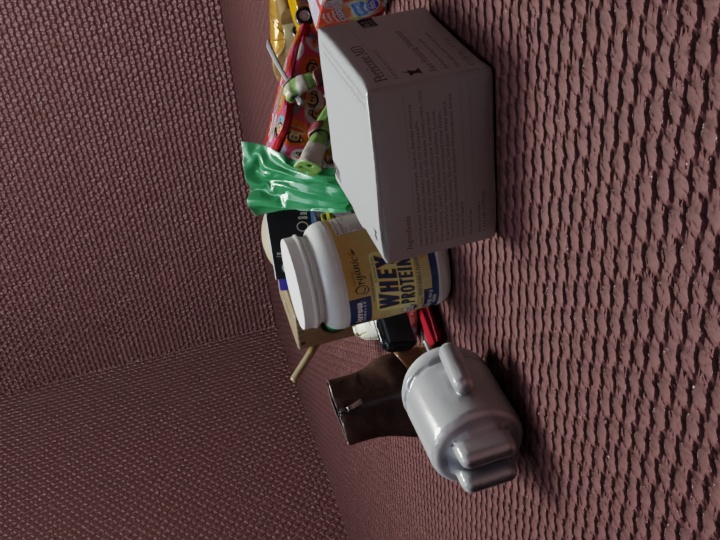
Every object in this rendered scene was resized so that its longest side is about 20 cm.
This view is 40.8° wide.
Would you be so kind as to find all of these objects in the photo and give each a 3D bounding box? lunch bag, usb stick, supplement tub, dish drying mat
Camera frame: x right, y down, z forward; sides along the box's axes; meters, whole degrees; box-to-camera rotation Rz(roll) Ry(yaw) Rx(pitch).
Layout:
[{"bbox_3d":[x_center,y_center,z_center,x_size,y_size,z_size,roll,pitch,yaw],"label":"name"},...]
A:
[{"bbox_3d":[-0.088,-0.251,1.459,0.176,0.082,0.201,130,152,-66],"label":"lunch bag"},{"bbox_3d":[0.030,0.025,1.379,0.033,0.055,0.201,-54,45,49],"label":"usb stick"},{"bbox_3d":[0.005,-0.005,1.272,0.144,0.199,0.145,166,90,-80],"label":"supplement tub"},{"bbox_3d":[0.082,0.012,1.398,0.077,0.018,0.201,103,151,-75],"label":"dish drying mat"}]

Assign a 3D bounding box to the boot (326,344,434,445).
[{"bbox_3d":[0.059,0.213,1.341,0.072,0.166,0.201,106,141,-70],"label":"boot"}]

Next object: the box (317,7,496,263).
[{"bbox_3d":[0.048,-0.150,1.043,0.199,0.130,0.201,-119,18,-54],"label":"box"}]

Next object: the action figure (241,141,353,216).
[{"bbox_3d":[-0.071,-0.122,1.359,0.055,0.199,0.119,-49,-41,-44],"label":"action figure"}]

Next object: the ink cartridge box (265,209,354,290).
[{"bbox_3d":[-0.042,-0.040,1.499,0.043,0.197,0.201,-94,-2,-51],"label":"ink cartridge box"}]

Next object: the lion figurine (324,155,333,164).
[{"bbox_3d":[0.007,-0.166,1.413,0.073,0.122,0.200,-54,23,34],"label":"lion figurine"}]

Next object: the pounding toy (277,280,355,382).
[{"bbox_3d":[-0.074,0.078,1.866,0.143,0.183,0.200,87,165,-47],"label":"pounding toy"}]

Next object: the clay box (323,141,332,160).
[{"bbox_3d":[-0.059,-0.185,1.538,0.200,0.114,0.048,-95,-19,-48],"label":"clay box"}]

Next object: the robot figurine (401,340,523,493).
[{"bbox_3d":[0.117,0.167,1.138,0.200,0.112,0.170,-117,18,-52],"label":"robot figurine"}]

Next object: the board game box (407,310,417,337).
[{"bbox_3d":[0.063,0.029,1.451,0.200,0.019,0.103,83,172,-69],"label":"board game box"}]

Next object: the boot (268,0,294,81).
[{"bbox_3d":[-0.146,-0.479,1.887,0.202,0.070,0.144,94,166,-51],"label":"boot"}]

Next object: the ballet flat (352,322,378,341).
[{"bbox_3d":[0.023,0.095,1.675,0.200,0.071,0.069,128,128,-77],"label":"ballet flat"}]

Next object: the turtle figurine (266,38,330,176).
[{"bbox_3d":[-0.031,-0.212,1.306,0.144,0.199,0.195,28,-111,-48],"label":"turtle figurine"}]

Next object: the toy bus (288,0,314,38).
[{"bbox_3d":[-0.084,-0.453,1.512,0.065,0.078,0.201,134,122,-77],"label":"toy bus"}]

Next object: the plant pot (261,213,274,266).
[{"bbox_3d":[-0.049,-0.083,1.615,0.200,0.187,0.188,-33,71,65],"label":"plant pot"}]

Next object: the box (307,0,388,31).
[{"bbox_3d":[-0.032,-0.420,1.223,0.100,0.095,0.201,127,128,-77],"label":"box"}]

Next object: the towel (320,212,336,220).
[{"bbox_3d":[0.000,0.000,1.438,0.200,0.018,0.086,51,-158,-42],"label":"towel"}]
